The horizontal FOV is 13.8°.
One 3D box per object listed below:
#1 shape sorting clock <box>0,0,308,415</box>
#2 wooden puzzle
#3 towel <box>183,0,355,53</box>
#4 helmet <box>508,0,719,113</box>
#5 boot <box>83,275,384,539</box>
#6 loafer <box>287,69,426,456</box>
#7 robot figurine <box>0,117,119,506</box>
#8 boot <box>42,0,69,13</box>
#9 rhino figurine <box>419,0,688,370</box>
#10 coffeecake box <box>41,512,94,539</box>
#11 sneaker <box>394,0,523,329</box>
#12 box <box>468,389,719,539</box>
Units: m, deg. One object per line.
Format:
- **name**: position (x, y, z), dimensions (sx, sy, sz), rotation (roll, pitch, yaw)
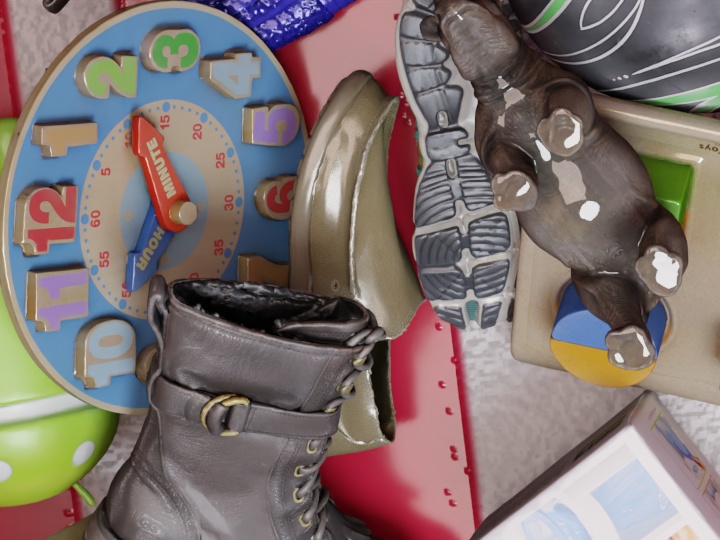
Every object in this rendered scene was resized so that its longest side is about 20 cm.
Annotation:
- **shape sorting clock**: position (-0.094, -0.029, 1.432), dimensions (0.039, 0.200, 0.201), rotation (13, 102, 47)
- **wooden puzzle**: position (0.162, 0.007, 1.390), dimensions (0.185, 0.046, 0.200), rotation (12, 140, 10)
- **towel**: position (-0.025, -0.201, 1.459), dimensions (0.200, 0.050, 0.148), rotation (-27, 92, 14)
- **helmet**: position (0.158, -0.162, 1.353), dimensions (0.199, 0.191, 0.201), rotation (1, 97, 12)
- **boot**: position (-0.028, 0.090, 1.422), dimensions (0.199, 0.069, 0.174), rotation (14, 123, -18)
- **loafer**: position (0.000, 0.000, 1.472), dimensions (0.067, 0.076, 0.201), rotation (11, 109, 9)
- **robot figurine**: position (-0.183, 0.026, 1.487), dimensions (0.175, 0.116, 0.201), rotation (-10, 95, -19)
- **boot**: position (-0.150, -0.247, 1.445), dimensions (0.174, 0.069, 0.200), rotation (-38, 72, 9)
- **rhino figurine**: position (0.079, -0.056, 1.293), dimensions (0.060, 0.087, 0.200), rotation (-32, 102, 13)
- **coffeecake box**: position (-0.174, 0.235, 1.474), dimensions (0.073, 0.153, 0.200), rotation (33, 113, 16)
- **sneaker**: position (0.057, -0.067, 1.448), dimensions (0.077, 0.080, 0.201), rotation (-7, 115, -2)
- **box**: position (0.155, 0.175, 1.444), dimensions (0.112, 0.101, 0.200), rotation (-39, 88, 13)
